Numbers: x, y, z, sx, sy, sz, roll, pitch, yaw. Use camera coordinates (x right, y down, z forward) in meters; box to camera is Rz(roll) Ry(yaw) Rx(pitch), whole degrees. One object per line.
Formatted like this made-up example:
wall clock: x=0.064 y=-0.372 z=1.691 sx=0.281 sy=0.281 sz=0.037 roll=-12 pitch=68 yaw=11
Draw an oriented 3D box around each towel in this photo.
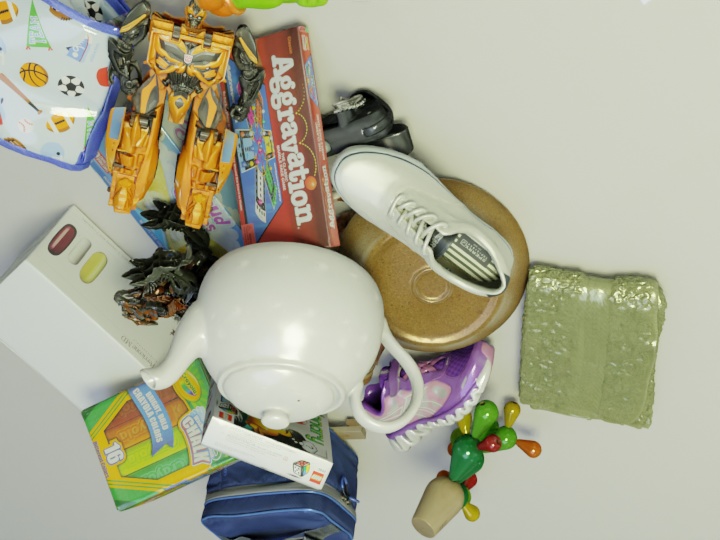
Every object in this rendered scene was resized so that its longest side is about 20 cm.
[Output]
towel: x=0.236 y=0.082 z=1.032 sx=0.146 sy=0.037 sz=0.202 roll=8 pitch=131 yaw=18

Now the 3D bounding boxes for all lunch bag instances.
lunch bag: x=-0.317 y=-0.213 z=0.955 sx=0.198 sy=0.124 sz=0.171 roll=32 pitch=120 yaw=3
lunch bag: x=-0.092 y=0.285 z=1.246 sx=0.197 sy=0.134 sz=0.136 roll=-11 pitch=143 yaw=24

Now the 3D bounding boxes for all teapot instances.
teapot: x=-0.066 y=0.078 z=0.940 sx=0.197 sy=0.148 sz=0.197 roll=-13 pitch=146 yaw=26

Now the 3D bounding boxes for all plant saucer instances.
plant saucer: x=0.072 y=0.007 z=1.000 sx=0.197 sy=0.036 sz=0.203 roll=1 pitch=120 yaw=2

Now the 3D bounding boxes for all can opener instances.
can opener: x=-0.047 y=-0.121 z=0.966 sx=0.197 sy=0.063 sz=0.080 roll=-9 pitch=110 yaw=30

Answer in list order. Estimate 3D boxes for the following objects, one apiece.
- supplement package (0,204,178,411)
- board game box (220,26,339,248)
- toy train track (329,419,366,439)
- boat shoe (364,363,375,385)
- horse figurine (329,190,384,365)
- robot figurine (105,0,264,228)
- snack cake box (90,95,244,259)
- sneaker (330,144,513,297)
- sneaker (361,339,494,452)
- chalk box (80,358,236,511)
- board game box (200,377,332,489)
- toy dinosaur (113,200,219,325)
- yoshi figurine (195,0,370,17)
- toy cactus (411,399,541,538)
supplement package: x=-0.336 y=0.055 z=1.205 sx=0.200 sy=0.111 sz=0.155 roll=45 pitch=131 yaw=-17
board game box: x=-0.079 y=-0.117 z=0.940 sx=0.102 sy=0.019 sz=0.203 roll=-8 pitch=91 yaw=32
toy train track: x=-0.089 y=0.198 z=1.268 sx=0.197 sy=0.033 sz=0.115 roll=-4 pitch=145 yaw=16
boat shoe: x=-0.076 y=0.098 z=1.156 sx=0.197 sy=0.076 sz=0.075 roll=10 pitch=134 yaw=17
horse figurine: x=0.000 y=0.000 z=1.052 sx=0.131 sy=0.050 sz=0.202 roll=-21 pitch=112 yaw=26
robot figurine: x=-0.167 y=-0.145 z=0.915 sx=0.143 sy=0.058 sz=0.203 roll=10 pitch=116 yaw=-13
snack cake box: x=-0.186 y=-0.088 z=1.052 sx=0.114 sy=0.068 sz=0.201 roll=-20 pitch=118 yaw=35
sneaker: x=0.061 y=-0.047 z=0.911 sx=0.198 sy=0.071 sz=0.074 roll=30 pitch=108 yaw=-10
sneaker: x=0.068 y=0.129 z=1.113 sx=0.088 sy=0.081 sz=0.200 roll=38 pitch=133 yaw=-11
chalk box: x=-0.198 y=0.179 z=1.169 sx=0.198 sy=0.124 sz=0.126 roll=-26 pitch=81 yaw=4
board game box: x=-0.095 y=0.144 z=1.026 sx=0.125 sy=0.200 sz=0.035 roll=23 pitch=103 yaw=-12
toy dinosaur: x=-0.172 y=0.002 z=1.033 sx=0.198 sy=0.103 sz=0.136 roll=-28 pitch=134 yaw=6
yoshi figurine: x=-0.044 y=-0.264 z=0.821 sx=0.197 sy=0.112 sz=0.114 roll=2 pitch=122 yaw=18
toy cactus: x=0.118 y=0.235 z=1.122 sx=0.102 sy=0.165 sz=0.201 roll=36 pitch=143 yaw=10
